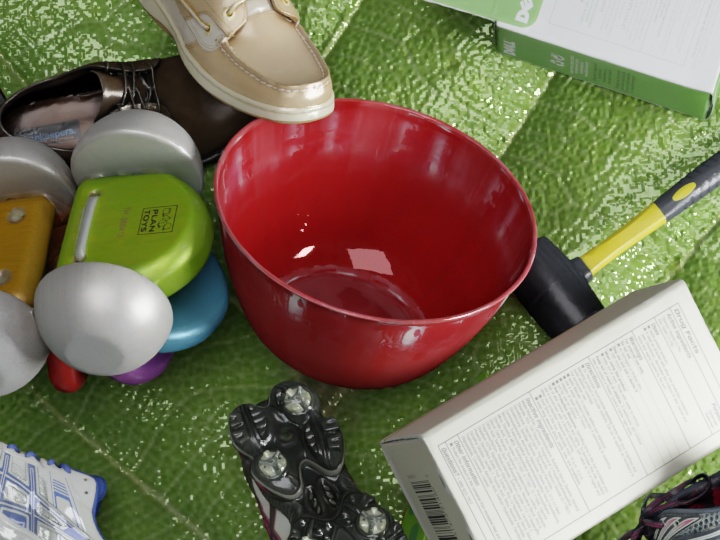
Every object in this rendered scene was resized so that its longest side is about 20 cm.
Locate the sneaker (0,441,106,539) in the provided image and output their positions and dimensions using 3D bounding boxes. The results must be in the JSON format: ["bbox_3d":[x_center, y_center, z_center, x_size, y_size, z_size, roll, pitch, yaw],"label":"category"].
[{"bbox_3d":[-0.206,0.144,1.768,0.088,0.075,0.200,-37,84,-17],"label":"sneaker"}]

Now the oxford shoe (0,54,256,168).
[{"bbox_3d":[-0.137,-0.102,1.807,0.199,0.084,0.073,-16,75,-2],"label":"oxford shoe"}]

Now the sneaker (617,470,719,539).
[{"bbox_3d":[0.183,0.172,1.703,0.200,0.081,0.075,-37,112,13],"label":"sneaker"}]

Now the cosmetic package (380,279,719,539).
[{"bbox_3d":[0.124,0.098,1.711,0.199,0.073,0.104,-28,94,-22],"label":"cosmetic package"}]

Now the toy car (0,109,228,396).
[{"bbox_3d":[-0.169,0.010,1.745,0.199,0.150,0.176,-11,46,22],"label":"toy car"}]

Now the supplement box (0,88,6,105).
[{"bbox_3d":[-0.277,-0.094,1.753,0.061,0.200,0.109,19,79,6],"label":"supplement box"}]

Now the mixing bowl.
[{"bbox_3d":[0.000,0.000,1.742,0.199,0.109,0.201,9,41,-7],"label":"mixing bowl"}]

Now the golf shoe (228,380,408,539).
[{"bbox_3d":[-0.016,0.164,1.715,0.077,0.088,0.201,-18,60,-8],"label":"golf shoe"}]

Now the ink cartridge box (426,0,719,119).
[{"bbox_3d":[0.146,-0.180,1.820,0.199,0.059,0.104,18,78,7],"label":"ink cartridge box"}]

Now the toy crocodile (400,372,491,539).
[{"bbox_3d":[0.048,0.159,1.751,0.067,0.062,0.201,28,76,-23],"label":"toy crocodile"}]

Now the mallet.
[{"bbox_3d":[0.188,-0.024,1.796,0.199,0.041,0.066,-29,76,-7],"label":"mallet"}]

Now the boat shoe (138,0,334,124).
[{"bbox_3d":[-0.081,-0.165,1.782,0.073,0.070,0.200,-16,44,-33],"label":"boat shoe"}]
